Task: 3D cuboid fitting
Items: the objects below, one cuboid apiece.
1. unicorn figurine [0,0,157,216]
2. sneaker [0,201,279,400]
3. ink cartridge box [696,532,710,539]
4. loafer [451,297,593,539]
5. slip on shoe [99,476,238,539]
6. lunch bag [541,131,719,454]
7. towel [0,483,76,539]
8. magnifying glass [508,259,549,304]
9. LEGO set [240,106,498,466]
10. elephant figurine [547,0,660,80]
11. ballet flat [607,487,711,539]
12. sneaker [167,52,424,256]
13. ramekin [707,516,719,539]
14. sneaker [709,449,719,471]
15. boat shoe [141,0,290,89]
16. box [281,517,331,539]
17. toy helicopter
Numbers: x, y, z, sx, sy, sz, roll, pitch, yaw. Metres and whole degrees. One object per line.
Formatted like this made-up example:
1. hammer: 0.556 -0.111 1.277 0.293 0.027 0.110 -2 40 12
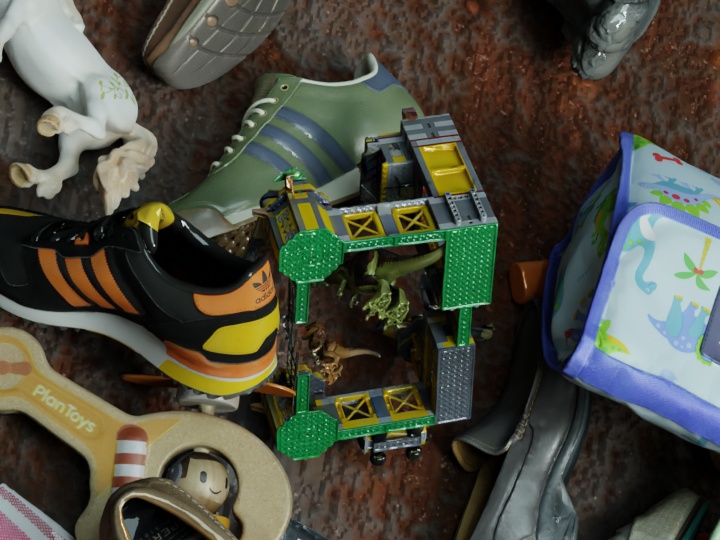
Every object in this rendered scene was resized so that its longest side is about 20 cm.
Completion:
1. unicorn figurine: -0.177 -0.130 1.619 0.137 0.073 0.201 -42 112 -53
2. sneaker: -0.129 -0.009 1.552 0.199 0.090 0.070 24 40 18
3. ink cartridge box: 0.284 0.229 1.728 0.199 0.050 0.162 2 73 -26
4. loafer: 0.089 0.103 1.665 0.072 0.073 0.201 13 61 -11
5. slip on shoe: -0.059 0.186 1.478 0.076 0.061 0.200 -37 82 -9
6. lunch bag: 0.195 0.033 1.618 0.169 0.128 0.200 24 32 -6
7. towel: -0.188 0.230 1.524 0.146 0.030 0.200 40 62 -9
8. magnifying glass: 0.182 0.001 1.770 0.199 0.022 0.080 -4 76 -27
9. LEGO set: 0.000 0.000 1.614 0.153 0.201 0.116 -14 42 -7
10. elephant figurine: 0.102 -0.223 1.750 0.199 0.142 0.155 36 33 7
11. ballet flat: 0.140 0.199 1.665 0.062 0.068 0.201 24 62 9
12. sneaker: -0.049 -0.067 1.664 0.199 0.067 0.090 -20 77 -29
13. ramekin: 0.279 0.209 1.669 0.198 0.098 0.202 2 73 -6
14. sneaker: 0.309 0.093 1.766 0.199 0.075 0.089 15 68 -20
15. boat shoe: -0.072 -0.193 1.695 0.071 0.076 0.201 27 70 23
16. box: -0.018 0.260 1.581 0.158 0.046 0.201 30 64 -13
17. toy helicopter: -0.124 0.088 1.567 0.199 0.079 0.133 33 81 5
